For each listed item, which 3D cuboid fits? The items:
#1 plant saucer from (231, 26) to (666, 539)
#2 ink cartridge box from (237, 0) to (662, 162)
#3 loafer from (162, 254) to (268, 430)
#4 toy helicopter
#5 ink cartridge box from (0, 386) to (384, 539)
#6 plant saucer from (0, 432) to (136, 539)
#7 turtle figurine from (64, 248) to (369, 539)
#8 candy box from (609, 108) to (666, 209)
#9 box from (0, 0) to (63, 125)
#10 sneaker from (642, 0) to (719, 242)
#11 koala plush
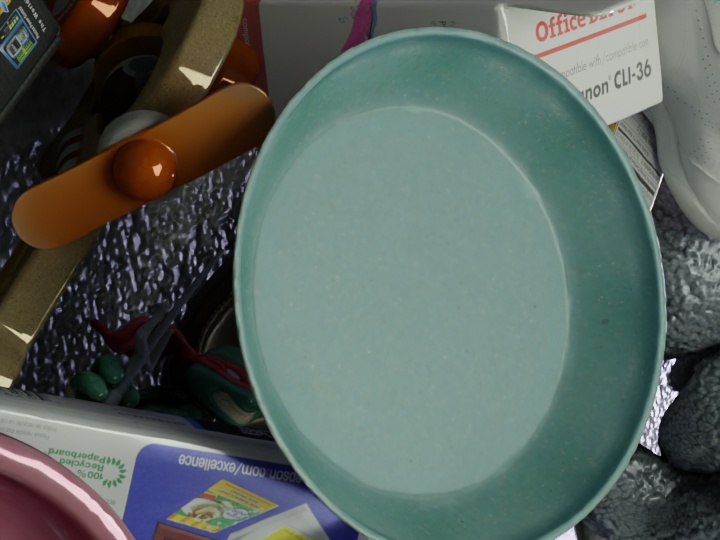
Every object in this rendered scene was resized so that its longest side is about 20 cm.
[{"bbox_3d":[0.028,0.010,1.108,0.200,0.036,0.200,5,81,-35],"label":"plant saucer"},{"bbox_3d":[0.044,-0.091,1.227,0.116,0.200,0.068,-25,113,-49],"label":"ink cartridge box"},{"bbox_3d":[0.000,0.000,1.239,0.200,0.071,0.073,-44,102,-12],"label":"loafer"},{"bbox_3d":[-0.101,-0.024,1.114,0.079,0.132,0.200,33,85,-22],"label":"toy helicopter"},{"bbox_3d":[-0.107,0.148,1.099,0.198,0.047,0.200,11,97,-22],"label":"ink cartridge box"},{"bbox_3d":[-0.165,0.146,1.028,0.200,0.051,0.201,-3,99,-19],"label":"plant saucer"},{"bbox_3d":[-0.075,0.098,1.171,0.150,0.101,0.200,32,83,-22],"label":"turtle figurine"},{"bbox_3d":[0.099,-0.112,1.369,0.055,0.115,0.200,42,61,-46],"label":"candy box"},{"bbox_3d":[-0.201,-0.099,1.027,0.160,0.044,0.200,-58,136,-32],"label":"box"},{"bbox_3d":[0.177,-0.070,1.308,0.200,0.088,0.075,47,55,-46],"label":"sneaker"},{"bbox_3d":[0.170,0.015,1.453,0.200,0.184,0.177,53,52,-27],"label":"koala plush"}]
